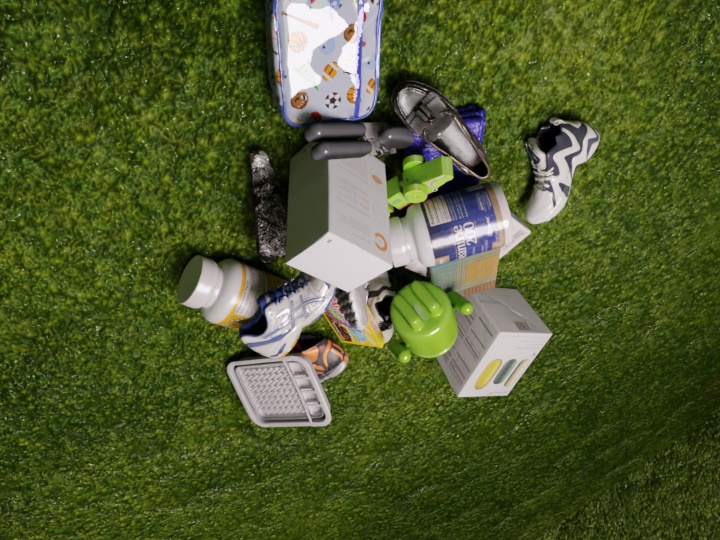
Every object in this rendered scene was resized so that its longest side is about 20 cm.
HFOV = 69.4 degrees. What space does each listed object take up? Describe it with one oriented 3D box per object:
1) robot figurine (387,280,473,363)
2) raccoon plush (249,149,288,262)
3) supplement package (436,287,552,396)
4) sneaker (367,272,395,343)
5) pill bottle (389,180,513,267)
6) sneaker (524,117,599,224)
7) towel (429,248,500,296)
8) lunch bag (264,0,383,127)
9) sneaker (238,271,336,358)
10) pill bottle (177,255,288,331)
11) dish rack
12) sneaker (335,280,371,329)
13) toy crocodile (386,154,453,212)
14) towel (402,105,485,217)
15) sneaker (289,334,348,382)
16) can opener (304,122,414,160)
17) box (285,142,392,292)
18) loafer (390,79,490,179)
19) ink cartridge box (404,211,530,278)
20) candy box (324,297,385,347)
[{"bbox_3d":[0.124,0.097,0.999,0.175,0.116,0.200,-39,149,-4],"label":"robot figurine"},{"bbox_3d":[-0.101,-0.089,0.828,0.133,0.097,0.201,-7,131,-14],"label":"raccoon plush"},{"bbox_3d":[0.288,0.161,1.173,0.151,0.151,0.201,5,127,-27],"label":"supplement package"},{"bbox_3d":[0.039,0.092,1.061,0.073,0.080,0.201,-18,135,-10],"label":"sneaker"},{"bbox_3d":[0.142,-0.070,0.869,0.199,0.111,0.111,-15,134,5],"label":"pill bottle"},{"bbox_3d":[0.331,-0.185,0.946,0.129,0.080,0.200,12,123,-29],"label":"sneaker"},{"bbox_3d":[0.202,-0.012,1.009,0.146,0.022,0.201,-15,141,-4],"label":"towel"},{"bbox_3d":[-0.044,-0.299,0.695,0.159,0.076,0.201,-11,133,-17],"label":"lunch bag"},{"bbox_3d":[-0.115,0.053,0.828,0.088,0.075,0.200,30,100,-37],"label":"sneaker"},{"bbox_3d":[-0.203,0.047,0.896,0.199,0.113,0.113,25,116,-37],"label":"pill bottle"},{"bbox_3d":[-0.159,0.238,1.055,0.199,0.044,0.173,-10,114,25],"label":"dish rack"},{"bbox_3d":[0.000,0.000,0.897,0.081,0.202,0.075,-4,173,-21],"label":"sneaker"},{"bbox_3d":[0.065,-0.128,0.845,0.199,0.068,0.062,-23,149,35],"label":"toy crocodile"},{"bbox_3d":[0.145,-0.173,0.897,0.147,0.050,0.201,-16,133,-11],"label":"towel"},{"bbox_3d":[-0.131,0.199,1.094,0.200,0.078,0.112,-38,119,15],"label":"sneaker"},{"bbox_3d":[0.002,-0.195,0.755,0.066,0.053,0.199,-22,179,42],"label":"can opener"},{"bbox_3d":[-0.032,-0.091,0.776,0.124,0.201,0.097,27,137,-37],"label":"box"},{"bbox_3d":[0.131,-0.212,0.794,0.200,0.063,0.072,34,110,-26],"label":"loafer"},{"bbox_3d":[0.203,-0.054,1.012,0.176,0.045,0.200,25,122,-38],"label":"ink cartridge box"},{"bbox_3d":[-0.027,0.084,1.023,0.102,0.027,0.200,2,141,27],"label":"candy box"}]
